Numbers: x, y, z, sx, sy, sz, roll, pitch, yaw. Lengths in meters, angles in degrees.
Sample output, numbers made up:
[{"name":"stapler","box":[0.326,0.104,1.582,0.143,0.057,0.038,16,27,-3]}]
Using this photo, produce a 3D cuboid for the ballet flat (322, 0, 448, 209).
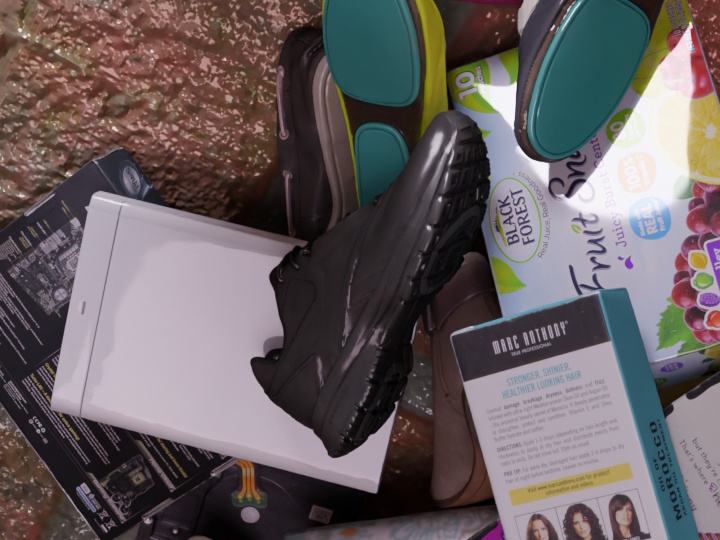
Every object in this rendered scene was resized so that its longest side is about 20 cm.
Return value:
[{"name":"ballet flat","box":[0.022,-0.098,0.827,0.067,0.067,0.200,15,131,28]}]

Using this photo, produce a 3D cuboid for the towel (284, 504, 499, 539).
[{"name":"towel","box":[0.056,0.219,0.989,0.171,0.048,0.200,-12,139,10]}]

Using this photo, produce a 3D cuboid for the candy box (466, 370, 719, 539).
[{"name":"candy box","box":[0.165,0.150,0.768,0.200,0.061,0.137,-39,72,29]}]

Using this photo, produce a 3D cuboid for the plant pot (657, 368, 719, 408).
[{"name":"plant pot","box":[0.225,0.080,0.863,0.188,0.201,0.201,22,118,12]}]

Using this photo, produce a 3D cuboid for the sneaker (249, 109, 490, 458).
[{"name":"sneaker","box":[0.000,0.000,0.802,0.091,0.076,0.200,31,106,19]}]

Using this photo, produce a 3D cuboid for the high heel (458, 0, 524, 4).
[{"name":"high heel","box":[0.012,-0.181,0.837,0.199,0.096,0.068,15,76,-16]}]

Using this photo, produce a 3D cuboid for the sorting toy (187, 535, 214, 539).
[{"name":"sorting toy","box":[-0.118,0.304,0.985,0.107,0.180,0.200,22,140,-16]}]

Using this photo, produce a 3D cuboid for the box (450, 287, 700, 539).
[{"name":"box","box":[0.114,0.115,0.729,0.082,0.049,0.201,-18,83,26]}]

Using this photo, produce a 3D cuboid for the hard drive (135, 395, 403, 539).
[{"name":"hard drive","box":[-0.063,0.130,0.996,0.139,0.038,0.200,17,118,-3]}]

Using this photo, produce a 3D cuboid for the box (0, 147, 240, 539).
[{"name":"box","box":[-0.154,0.049,0.931,0.160,0.044,0.200,-34,94,23]}]

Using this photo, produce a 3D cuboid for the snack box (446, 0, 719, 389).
[{"name":"snack box","box":[0.137,-0.035,0.813,0.142,0.201,0.053,-18,156,15]}]

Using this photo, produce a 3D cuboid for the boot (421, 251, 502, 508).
[{"name":"boot","box":[0.067,0.068,0.921,0.070,0.200,0.147,-15,82,-16]}]

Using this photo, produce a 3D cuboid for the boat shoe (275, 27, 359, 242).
[{"name":"boat shoe","box":[-0.015,-0.051,0.896,0.067,0.057,0.201,-20,124,-28]}]

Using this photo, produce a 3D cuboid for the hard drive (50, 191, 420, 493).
[{"name":"hard drive","box":[-0.071,0.042,0.869,0.199,0.027,0.132,14,100,3]}]

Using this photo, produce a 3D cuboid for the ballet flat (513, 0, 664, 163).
[{"name":"ballet flat","box":[0.128,-0.153,0.795,0.073,0.073,0.200,26,96,-7]}]
